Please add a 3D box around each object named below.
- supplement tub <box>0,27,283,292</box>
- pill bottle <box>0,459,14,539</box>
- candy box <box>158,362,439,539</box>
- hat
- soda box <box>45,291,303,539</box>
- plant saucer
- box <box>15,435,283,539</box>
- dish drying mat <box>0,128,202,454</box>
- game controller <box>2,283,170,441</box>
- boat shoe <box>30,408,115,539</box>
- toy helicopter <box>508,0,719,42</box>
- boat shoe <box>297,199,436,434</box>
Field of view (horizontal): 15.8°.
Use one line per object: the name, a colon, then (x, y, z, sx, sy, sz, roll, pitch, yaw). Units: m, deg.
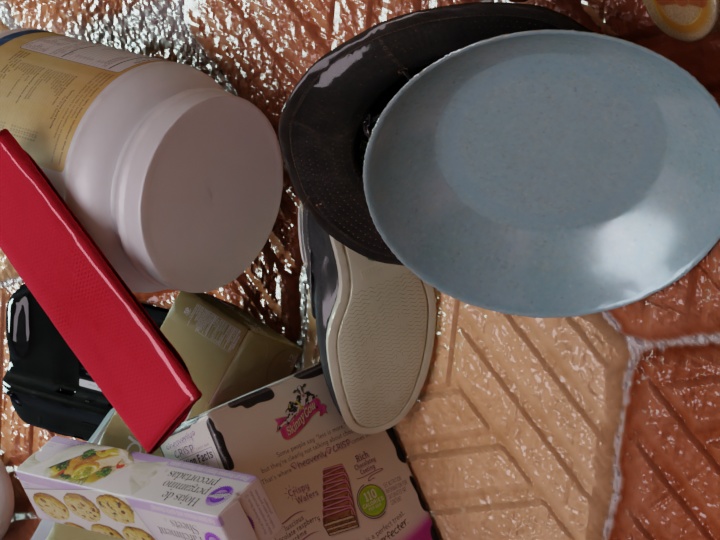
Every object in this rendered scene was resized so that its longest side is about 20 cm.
supplement tub: (-0.161, -0.067, 1.621, 0.200, 0.144, 0.145, 17, 117, 40)
pill bottle: (-0.347, 0.206, 1.932, 0.116, 0.116, 0.200, 55, 135, 13)
candy box: (-0.025, 0.165, 1.583, 0.061, 0.136, 0.201, -24, 87, 47)
hat: (0.055, -0.094, 1.436, 0.081, 0.200, 0.201, -88, 21, -47)
soda box: (-0.120, 0.116, 1.644, 0.064, 0.068, 0.200, 32, 95, 33)
plant saucer: (0.101, -0.059, 1.383, 0.200, 0.039, 0.201, 1, 133, 1)
box: (-0.129, 0.136, 1.545, 0.200, 0.039, 0.042, 7, 131, 46)
dish drying mat: (-0.167, 0.012, 1.546, 0.200, 0.018, 0.077, 52, 139, 9)
game controller: (-0.174, 0.069, 1.772, 0.200, 0.042, 0.105, 11, 99, 41)
boat shoe: (-0.161, 0.165, 1.747, 0.091, 0.071, 0.200, 34, 147, 2)
toy helicopter: (0.110, -0.179, 1.363, 0.200, 0.079, 0.132, 40, 130, 22)
boat shoe: (0.000, 0.000, 1.557, 0.068, 0.072, 0.201, -140, 40, -62)
